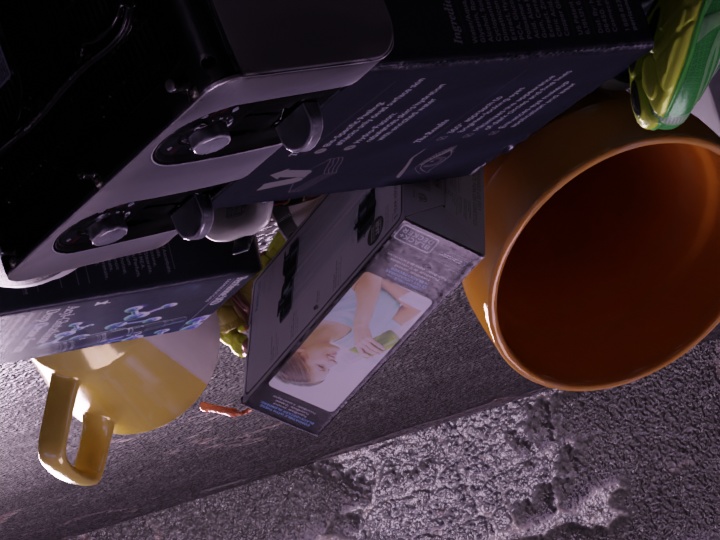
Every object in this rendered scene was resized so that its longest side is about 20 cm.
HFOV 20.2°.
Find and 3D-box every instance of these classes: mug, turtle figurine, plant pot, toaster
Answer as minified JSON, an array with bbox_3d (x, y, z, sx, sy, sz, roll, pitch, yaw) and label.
[{"bbox_3d":[-0.193,0.053,1.558,0.149,0.187,0.153,-21,160,4],"label":"mug"},{"bbox_3d":[-0.101,0.020,1.667,0.161,0.200,0.064,-34,137,-12],"label":"turtle figurine"},{"bbox_3d":[0.141,-0.052,1.373,0.200,0.183,0.201,-13,129,-17],"label":"plant pot"},{"bbox_3d":[-0.103,-0.118,0.868,0.118,0.201,0.181,-7,158,-44],"label":"toaster"}]

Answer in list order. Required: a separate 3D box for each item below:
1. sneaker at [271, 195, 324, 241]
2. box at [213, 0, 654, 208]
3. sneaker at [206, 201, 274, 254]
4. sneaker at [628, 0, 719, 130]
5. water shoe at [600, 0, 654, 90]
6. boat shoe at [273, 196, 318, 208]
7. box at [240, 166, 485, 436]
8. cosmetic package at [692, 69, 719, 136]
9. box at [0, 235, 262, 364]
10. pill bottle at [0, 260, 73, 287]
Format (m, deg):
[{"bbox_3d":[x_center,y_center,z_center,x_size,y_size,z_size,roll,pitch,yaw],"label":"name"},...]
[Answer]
[{"bbox_3d":[0.002,-0.052,1.538,0.200,0.080,0.074,-6,163,-44],"label":"sneaker"},{"bbox_3d":[0.016,-0.128,1.106,0.199,0.118,0.197,-9,166,-32],"label":"box"},{"bbox_3d":[-0.064,-0.074,1.224,0.199,0.130,0.079,-3,165,-44],"label":"sneaker"},{"bbox_3d":[0.215,-0.152,1.113,0.200,0.083,0.074,-56,-177,-25],"label":"sneaker"},{"bbox_3d":[0.160,-0.162,1.249,0.079,0.072,0.200,-23,167,25],"label":"water shoe"},{"bbox_3d":[-0.085,-0.062,1.305,0.201,0.074,0.063,-20,143,-46],"label":"boat shoe"},{"bbox_3d":[0.000,0.000,1.291,0.060,0.117,0.200,25,130,-21],"label":"box"},{"bbox_3d":[0.266,-0.063,1.650,0.052,0.151,0.200,-8,166,-27],"label":"cosmetic package"},{"bbox_3d":[-0.193,-0.012,1.402,0.199,0.107,0.148,-11,167,-25],"label":"box"},{"bbox_3d":[-0.210,-0.051,1.189,0.110,0.111,0.200,-16,168,1],"label":"pill bottle"}]
